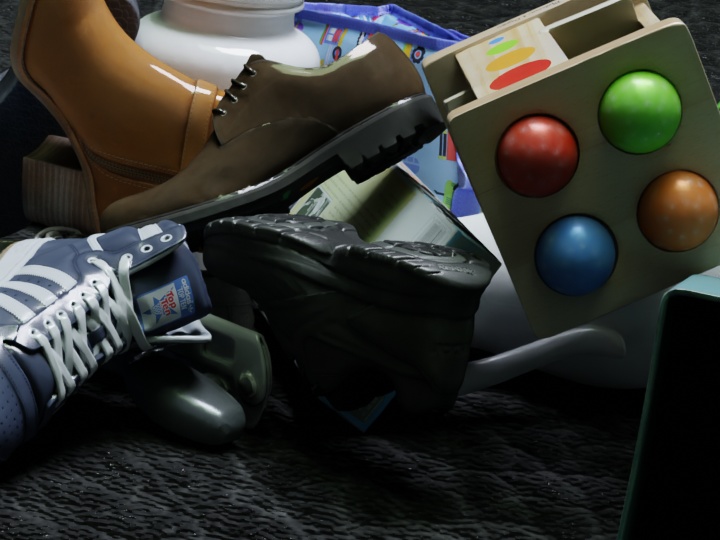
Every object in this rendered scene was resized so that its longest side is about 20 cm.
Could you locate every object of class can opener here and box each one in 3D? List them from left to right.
[{"bbox_3d":[-0.126,0.034,1.326,0.199,0.053,0.066,22,23,38],"label":"can opener"}]

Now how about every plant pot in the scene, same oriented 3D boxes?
[{"bbox_3d":[0.211,0.076,1.217,0.141,0.142,0.200,11,10,10],"label":"plant pot"}]

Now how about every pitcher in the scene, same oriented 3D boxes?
[{"bbox_3d":[0.113,0.020,1.409,0.199,0.122,0.172,-1,33,8],"label":"pitcher"}]

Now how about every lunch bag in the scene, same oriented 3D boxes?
[{"bbox_3d":[0.021,-0.079,1.561,0.094,0.152,0.200,-1,14,-28],"label":"lunch bag"}]

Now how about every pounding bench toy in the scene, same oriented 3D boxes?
[{"bbox_3d":[0.151,-0.074,1.279,0.199,0.125,0.156,-23,17,2],"label":"pounding bench toy"}]

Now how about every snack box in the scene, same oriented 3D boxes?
[{"bbox_3d":[0.000,0.000,1.390,0.037,0.116,0.200,37,6,-24],"label":"snack box"}]

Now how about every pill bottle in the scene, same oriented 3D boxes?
[{"bbox_3d":[-0.086,-0.096,1.511,0.119,0.201,0.120,8,17,-2],"label":"pill bottle"}]

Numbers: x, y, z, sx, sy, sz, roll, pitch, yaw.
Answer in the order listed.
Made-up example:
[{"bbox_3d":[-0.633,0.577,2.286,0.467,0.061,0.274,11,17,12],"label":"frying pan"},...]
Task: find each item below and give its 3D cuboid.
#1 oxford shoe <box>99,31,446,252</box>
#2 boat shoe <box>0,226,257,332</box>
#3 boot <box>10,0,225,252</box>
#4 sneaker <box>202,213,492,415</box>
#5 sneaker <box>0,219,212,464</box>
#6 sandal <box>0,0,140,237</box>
[{"bbox_3d":[-0.059,-0.068,1.365,0.199,0.085,0.073,-27,-7,-10],"label":"oxford shoe"},{"bbox_3d":[-0.138,0.003,1.411,0.199,0.057,0.067,19,20,31],"label":"boat shoe"},{"bbox_3d":[-0.111,-0.099,1.410,0.154,0.201,0.074,10,36,12],"label":"boot"},{"bbox_3d":[-0.018,0.021,1.271,0.076,0.091,0.200,-1,11,-37],"label":"sneaker"},{"bbox_3d":[-0.136,0.032,1.227,0.108,0.070,0.200,-7,24,12],"label":"sneaker"},{"bbox_3d":[-0.194,-0.096,1.499,0.076,0.200,0.043,29,23,-26],"label":"sandal"}]
